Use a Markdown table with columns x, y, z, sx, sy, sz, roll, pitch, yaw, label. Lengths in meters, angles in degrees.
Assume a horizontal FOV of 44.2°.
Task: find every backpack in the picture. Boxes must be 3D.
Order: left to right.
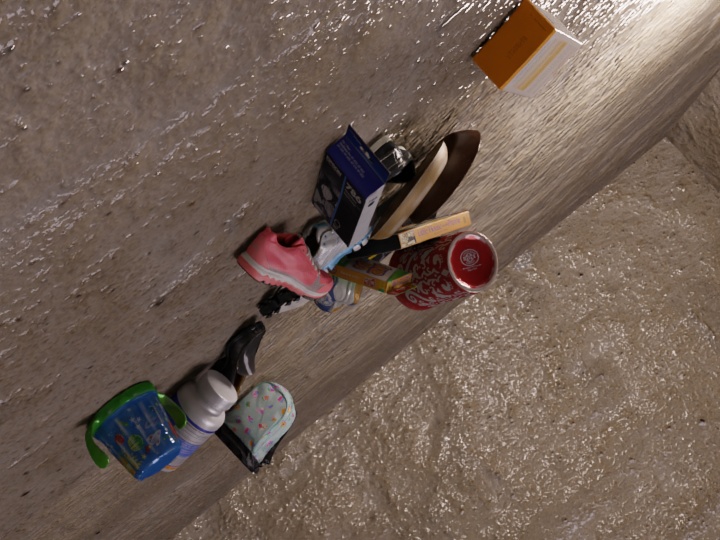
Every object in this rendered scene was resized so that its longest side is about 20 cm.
| x | y | z | sx | sy | sz | roll | pitch | yaw | label |
| --- | --- | --- | --- | --- | --- | --- | --- | --- | --- |
| -0.248 | 0.375 | 2.194 | 0.200 | 0.167 | 0.127 | -44 | 163 | -14 | backpack |

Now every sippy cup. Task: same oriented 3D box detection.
| x | y | z | sx | sy | sz | roll | pitch | yaw | label |
| --- | --- | --- | --- | --- | --- | --- | --- | --- | --- |
| -0.385 | 0.288 | 1.550 | 0.177 | 0.131 | 0.140 | -35 | 166 | -21 | sippy cup |

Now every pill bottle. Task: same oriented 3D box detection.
| x | y | z | sx | sy | sz | roll | pitch | yaw | label |
| --- | --- | --- | --- | --- | --- | --- | --- | --- | --- |
| -0.337 | 0.289 | 1.736 | 0.200 | 0.112 | 0.112 | -44 | 167 | 13 | pill bottle |

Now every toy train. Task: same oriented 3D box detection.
| x | y | z | sx | sy | sz | roll | pitch | yaw | label |
| --- | --- | --- | --- | --- | --- | --- | --- | --- | --- |
| -0.120 | 0.037 | 1.611 | 0.199 | 0.034 | 0.046 | -31 | -171 | 45 | toy train |

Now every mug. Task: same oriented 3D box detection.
| x | y | z | sx | sy | sz | roll | pitch | yaw | label |
| --- | --- | --- | --- | --- | --- | --- | --- | --- | --- |
| 0.164 | -0.019 | 1.624 | 0.178 | 0.133 | 0.199 | -50 | -166 | -22 | mug |

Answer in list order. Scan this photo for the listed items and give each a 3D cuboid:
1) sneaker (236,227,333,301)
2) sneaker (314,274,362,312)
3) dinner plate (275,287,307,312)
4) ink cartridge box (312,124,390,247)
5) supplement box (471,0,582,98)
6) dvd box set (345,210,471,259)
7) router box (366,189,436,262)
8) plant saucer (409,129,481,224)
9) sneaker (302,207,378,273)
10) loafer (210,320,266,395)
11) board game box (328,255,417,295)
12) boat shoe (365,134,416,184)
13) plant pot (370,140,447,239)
| x | y | z | sx | sy | sz | roll | pitch | yaw | label |
| --- | --- | --- | --- | --- | --- | --- | --- | --- | --- |
| -0.101 | -0.013 | 1.413 | 0.199 | 0.074 | 0.087 | 19 | 109 | -49 | sneaker |
| -0.064 | 0.029 | 1.685 | 0.200 | 0.087 | 0.076 | 153 | -48 | -67 | sneaker |
| -0.098 | 0.024 | 1.752 | 0.199 | 0.024 | 0.200 | -38 | 167 | -10 | dinner plate |
| -0.018 | -0.121 | 1.324 | 0.039 | 0.100 | 0.201 | -32 | 164 | -24 | ink cartridge box |
| 0.274 | -0.358 | 1.444 | 0.126 | 0.074 | 0.199 | -46 | 166 | 22 | supplement box |
| 0.086 | -0.064 | 1.615 | 0.199 | 0.030 | 0.145 | -19 | -174 | -42 | dvd box set |
| 0.067 | -0.093 | 1.768 | 0.199 | 0.052 | 0.157 | -39 | 166 | -10 | router box |
| 0.139 | -0.176 | 1.585 | 0.201 | 0.036 | 0.201 | -51 | -165 | 19 | plant saucer |
| -0.048 | -0.062 | 1.513 | 0.200 | 0.075 | 0.087 | -46 | 148 | -14 | sneaker |
| -0.229 | 0.175 | 1.753 | 0.072 | 0.072 | 0.201 | -26 | 160 | -44 | loafer |
| 0.000 | 0.000 | 1.597 | 0.095 | 0.198 | 0.030 | -18 | 125 | -59 | board game box |
| 0.059 | -0.167 | 1.472 | 0.072 | 0.068 | 0.200 | -46 | 169 | 7 | boat shoe |
| 0.086 | -0.127 | 1.474 | 0.201 | 0.027 | 0.200 | -53 | -175 | 7 | plant pot |
